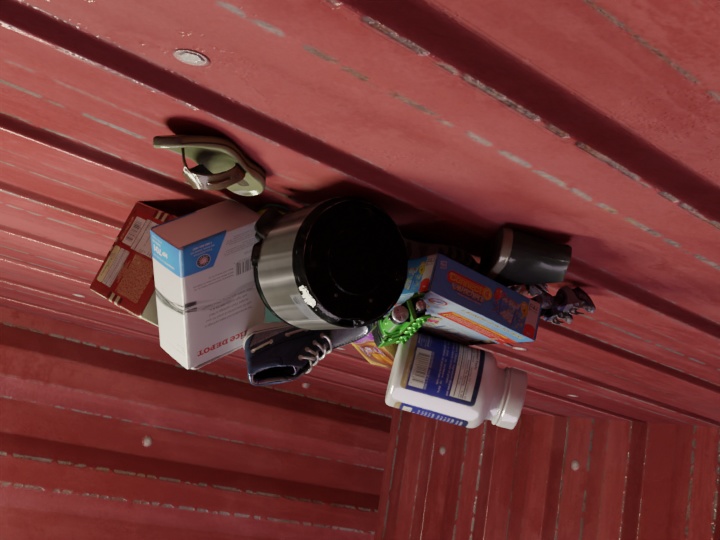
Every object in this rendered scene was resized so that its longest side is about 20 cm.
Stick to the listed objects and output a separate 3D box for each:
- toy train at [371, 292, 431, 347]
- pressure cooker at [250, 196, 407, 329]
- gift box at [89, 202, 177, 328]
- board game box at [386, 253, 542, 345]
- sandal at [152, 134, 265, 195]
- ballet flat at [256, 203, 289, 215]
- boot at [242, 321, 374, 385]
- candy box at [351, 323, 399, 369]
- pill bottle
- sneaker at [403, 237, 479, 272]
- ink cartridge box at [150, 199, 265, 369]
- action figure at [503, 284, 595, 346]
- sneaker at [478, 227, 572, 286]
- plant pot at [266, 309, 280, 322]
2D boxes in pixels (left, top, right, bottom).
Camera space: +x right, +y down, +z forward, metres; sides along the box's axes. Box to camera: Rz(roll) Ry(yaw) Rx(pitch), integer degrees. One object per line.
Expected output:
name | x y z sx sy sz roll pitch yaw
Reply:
toy train | 0.053 0.073 1.353 0.056 0.042 0.200 -16 168 -11
pressure cooker | -0.053 -0.007 1.328 0.177 0.178 0.199 -4 177 -30
gift box | -0.291 0.007 1.546 0.199 0.186 0.186 27 174 45
board game box | 0.124 0.049 1.411 0.199 0.056 0.195 25 161 -28
sandal | -0.179 -0.122 1.205 0.079 0.058 0.201 3 166 28
ballet flat | -0.156 -0.050 1.486 0.066 0.068 0.200 12 168 -19
boot | -0.071 0.114 1.414 0.198 0.091 0.073 -14 130 0
candy box | 0.004 0.079 1.570 0.200 0.057 0.116 49 159 -26
pill bottle | 0.146 0.172 1.478 0.198 0.121 0.120 16 168 1
sneaker | 0.097 -0.014 1.493 0.198 0.075 0.082 21 179 -20
ink cartridge box | -0.217 0.019 1.408 0.146 0.202 0.086 -24 -140 -38
action figure | 0.274 0.060 1.543 0.198 0.070 0.130 -4 146 -35
sneaker | 0.229 0.002 1.400 0.105 0.076 0.200 13 166 -3
plant pot | -0.143 0.061 1.830 0.198 0.143 0.141 -1 165 13
